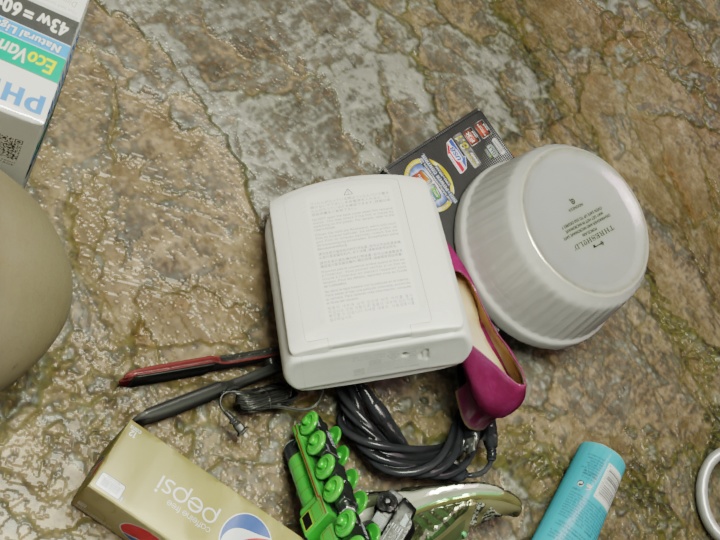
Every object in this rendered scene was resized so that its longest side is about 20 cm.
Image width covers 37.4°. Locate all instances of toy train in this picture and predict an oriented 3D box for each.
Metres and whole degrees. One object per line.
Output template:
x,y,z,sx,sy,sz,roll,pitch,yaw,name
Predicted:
-0.012,0.267,0.843,0.045,0.034,0.201,29,66,12,toy train
-0.025,0.189,0.867,0.042,0.057,0.201,36,13,-29,toy train

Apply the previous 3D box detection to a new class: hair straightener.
-0.108,0.110,0.930,0.197,0.041,0.078,-7,72,-35,hair straightener

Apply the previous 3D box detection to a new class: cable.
0.049,0.102,1.012,0.160,0.051,0.203,4,63,-18,cable

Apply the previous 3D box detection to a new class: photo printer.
0.000,0.000,0.956,0.163,0.070,0.202,-9,52,-5,photo printer

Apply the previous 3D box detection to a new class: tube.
0.196,0.260,1.019,0.077,0.050,0.201,36,61,-4,tube

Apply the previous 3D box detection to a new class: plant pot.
-0.295,0.010,0.796,0.134,0.198,0.203,11,58,-61,plant pot

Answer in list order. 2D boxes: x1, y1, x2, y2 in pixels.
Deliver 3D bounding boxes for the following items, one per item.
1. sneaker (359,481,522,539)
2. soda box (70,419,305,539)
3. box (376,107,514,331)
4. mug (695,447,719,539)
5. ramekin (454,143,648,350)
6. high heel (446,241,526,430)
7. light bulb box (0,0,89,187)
0.055,0.237,0.945,0.197,0.077,0.090,-2,79,-22,sneaker
-0.127,0.209,0.852,0.199,0.068,0.064,37,56,-9,soda box
0.123,-0.051,1.116,0.159,0.044,0.201,-33,87,-35,box
0.454,0.240,1.120,0.196,0.148,0.179,0,73,5,mug
0.199,-0.033,1.065,0.199,0.094,0.206,11,64,-24,ramekin
0.101,0.040,0.978,0.066,0.096,0.203,1,62,-22,high heel
-0.335,-0.150,0.819,0.196,0.200,0.127,21,60,-19,light bulb box
